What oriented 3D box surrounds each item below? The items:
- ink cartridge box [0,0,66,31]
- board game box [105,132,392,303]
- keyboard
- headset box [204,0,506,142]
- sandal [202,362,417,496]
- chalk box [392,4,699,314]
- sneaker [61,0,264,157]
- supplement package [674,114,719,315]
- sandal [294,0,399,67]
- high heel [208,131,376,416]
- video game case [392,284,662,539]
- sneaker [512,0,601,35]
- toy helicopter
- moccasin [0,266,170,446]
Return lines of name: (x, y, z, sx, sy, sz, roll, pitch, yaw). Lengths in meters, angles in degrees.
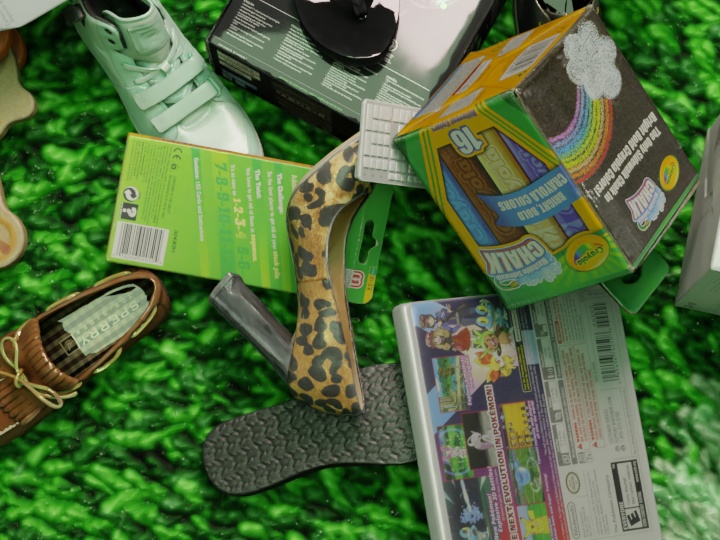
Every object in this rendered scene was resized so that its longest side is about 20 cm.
ink cartridge box: (-0.284, -0.199, 1.703, 0.200, 0.163, 0.057, -34, 114, 1)
board game box: (-0.081, -0.037, 1.744, 0.200, 0.030, 0.096, 10, 98, -7)
keyboard: (0.050, -0.087, 1.700, 0.011, 0.200, 0.056, 11, 94, 30)
headset box: (0.009, -0.203, 1.762, 0.174, 0.093, 0.200, 28, 82, 5)
sandal: (-0.018, 0.116, 1.742, 0.200, 0.048, 0.075, -13, 82, 11)
chalk box: (0.144, -0.060, 1.666, 0.200, 0.124, 0.125, 56, 46, -16)
sneaker: (-0.148, -0.143, 1.741, 0.074, 0.118, 0.200, -40, 84, -7)
supplement package: (0.345, -0.035, 1.685, 0.200, 0.191, 0.147, 12, 82, 1)
sandal: (-0.013, -0.245, 1.701, 0.076, 0.043, 0.200, -4, 80, 0)
high heel: (0.000, 0.000, 1.689, 0.143, 0.071, 0.200, 44, 106, 14)
video game case: (0.122, 0.115, 1.713, 0.182, 0.023, 0.200, -5, 81, -26)
sneaker: (0.154, -0.141, 1.745, 0.075, 0.106, 0.200, -13, 82, -2)
toy helicopter: (-0.301, -0.094, 1.756, 0.132, 0.079, 0.200, -16, 84, 0)
moccasin: (-0.227, 0.067, 1.728, 0.201, 0.078, 0.074, -29, 84, -4)
